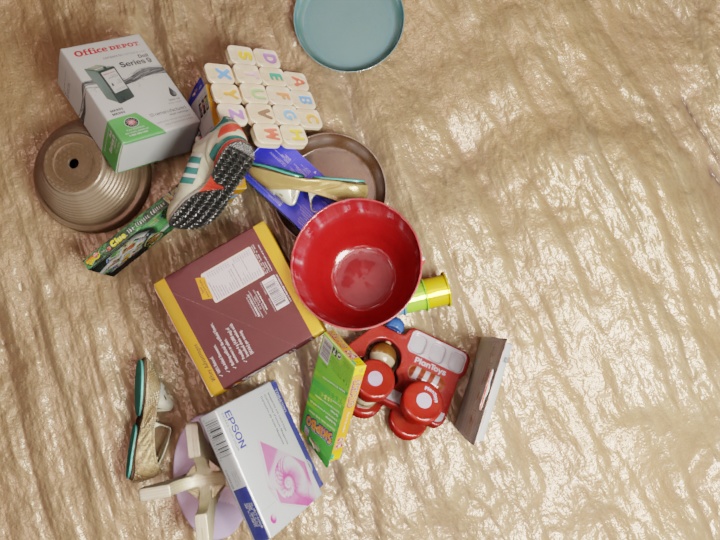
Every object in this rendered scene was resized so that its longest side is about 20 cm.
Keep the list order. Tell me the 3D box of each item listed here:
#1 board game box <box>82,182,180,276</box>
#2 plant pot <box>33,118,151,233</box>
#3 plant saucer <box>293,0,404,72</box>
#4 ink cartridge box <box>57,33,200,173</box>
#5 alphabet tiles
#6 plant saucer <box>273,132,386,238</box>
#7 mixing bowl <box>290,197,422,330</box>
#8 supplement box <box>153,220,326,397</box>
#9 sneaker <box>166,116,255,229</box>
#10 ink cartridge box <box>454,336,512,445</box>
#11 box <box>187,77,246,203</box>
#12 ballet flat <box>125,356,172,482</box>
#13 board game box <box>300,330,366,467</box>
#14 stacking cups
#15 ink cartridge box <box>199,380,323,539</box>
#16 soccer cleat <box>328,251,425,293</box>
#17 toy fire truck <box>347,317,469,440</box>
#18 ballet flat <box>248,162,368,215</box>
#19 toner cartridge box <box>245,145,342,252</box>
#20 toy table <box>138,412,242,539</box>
[{"bbox_3d":[-0.357,-0.065,1.066,0.199,0.105,0.024,-40,82,-5],"label":"board game box"},{"bbox_3d":[-0.464,-0.169,1.082,0.198,0.093,0.204,0,84,-1],"label":"plant pot"},{"bbox_3d":[-0.020,-0.447,1.145,0.197,0.027,0.203,0,85,-1],"label":"plant saucer"},{"bbox_3d":[-0.384,-0.279,1.058,0.145,0.084,0.201,-29,78,-37],"label":"ink cartridge box"},{"bbox_3d":[-0.157,-0.291,1.068,0.194,0.015,0.202,-5,66,-38],"label":"alphabet tiles"},{"bbox_3d":[-0.053,-0.136,1.110,0.197,0.034,0.203,0,85,1],"label":"plant saucer"},{"bbox_3d":[0.000,0.000,0.996,0.197,0.108,0.203,-2,77,8],"label":"mixing bowl"},{"bbox_3d":[-0.187,0.064,1.039,0.199,0.133,0.199,-30,86,-3],"label":"supplement box"},{"bbox_3d":[-0.239,-0.151,0.994,0.200,0.070,0.094,-45,51,28],"label":"sneaker"},{"bbox_3d":[0.201,0.186,0.995,0.047,0.200,0.162,18,85,2],"label":"ink cartridge box"},{"bbox_3d":[-0.246,-0.215,1.074,0.041,0.119,0.203,-7,83,-32],"label":"box"},{"bbox_3d":[-0.347,0.246,1.063,0.065,0.070,0.203,7,86,-27],"label":"ballet flat"},{"bbox_3d":[-0.047,0.206,1.014,0.030,0.095,0.202,-2,120,-37],"label":"board game box"},{"bbox_3d":[0.051,0.054,1.078,0.198,0.061,0.061,-14,84,-2],"label":"stacking cups"},{"bbox_3d":[-0.135,0.279,0.988,0.043,0.199,0.198,-29,85,28],"label":"ink cartridge box"},{"bbox_3d":[0.010,-0.006,1.082,0.198,0.069,0.086,-17,86,2],"label":"soccer cleat"},{"bbox_3d":[0.067,0.168,1.055,0.198,0.112,0.169,25,59,3],"label":"toy fire truck"},{"bbox_3d":[-0.088,-0.127,1.018,0.197,0.069,0.064,10,97,2],"label":"ballet flat"},{"bbox_3d":[-0.102,-0.129,1.071,0.200,0.043,0.095,43,87,4],"label":"toner cartridge box"},{"bbox_3d":[-0.245,0.335,1.020,0.182,0.117,0.202,-20,84,-3],"label":"toy table"}]
